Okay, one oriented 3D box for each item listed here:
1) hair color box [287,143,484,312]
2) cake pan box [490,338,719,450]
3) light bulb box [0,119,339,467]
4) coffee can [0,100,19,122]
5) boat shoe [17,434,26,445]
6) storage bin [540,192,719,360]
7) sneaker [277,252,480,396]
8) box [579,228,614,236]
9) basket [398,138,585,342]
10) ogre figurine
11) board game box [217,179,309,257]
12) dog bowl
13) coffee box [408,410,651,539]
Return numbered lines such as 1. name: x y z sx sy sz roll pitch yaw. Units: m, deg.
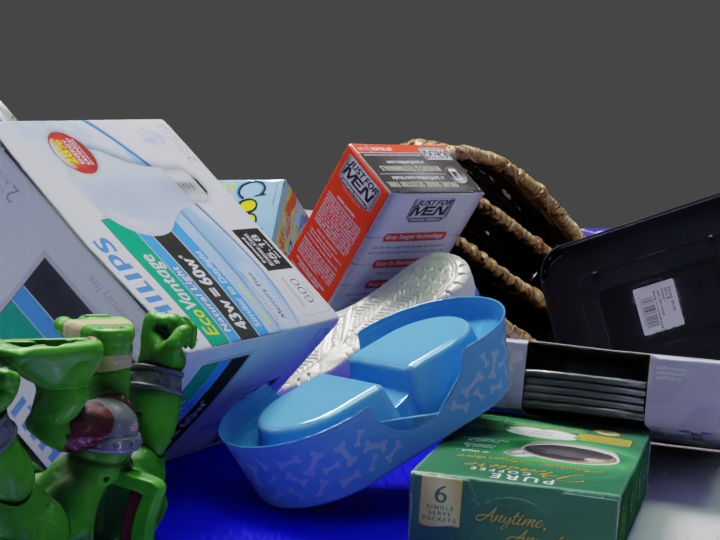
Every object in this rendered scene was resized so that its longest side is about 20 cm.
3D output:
1. hair color box: 0.000 0.000 1.427 0.101 0.201 0.061 -2 43 -43
2. cake pan box: 0.161 0.083 1.284 0.183 0.053 0.200 4 -8 11
3. light bulb box: -0.154 0.013 1.192 0.198 0.125 0.200 47 22 14
4. coffee can: -0.325 -0.023 1.307 0.200 0.147 0.146 -36 29 -28
5. boat shoe: -0.221 0.080 1.199 0.064 0.073 0.200 5 2 15
6. storage bin: 0.250 0.024 1.422 0.199 0.136 0.094 -19 -8 36
7. sneaker: 0.004 0.076 1.386 0.199 0.112 0.077 -29 41 -5
8. box: 0.331 0.022 1.807 0.183 0.106 0.199 -1 8 -37
9. basket: 0.117 -0.021 1.616 0.200 0.143 0.149 35 -8 -27
10. ogre figurine: -0.146 0.090 0.970 0.097 0.121 0.200 1 6 6
11. board game box: -0.145 -0.004 1.528 0.199 0.105 0.103 1 -28 20
12. dog bowl: 0.009 0.080 1.144 0.199 0.050 0.111 -29 19 -30
13. coffee box: 0.105 0.126 1.125 0.122 0.044 0.200 6 7 12
